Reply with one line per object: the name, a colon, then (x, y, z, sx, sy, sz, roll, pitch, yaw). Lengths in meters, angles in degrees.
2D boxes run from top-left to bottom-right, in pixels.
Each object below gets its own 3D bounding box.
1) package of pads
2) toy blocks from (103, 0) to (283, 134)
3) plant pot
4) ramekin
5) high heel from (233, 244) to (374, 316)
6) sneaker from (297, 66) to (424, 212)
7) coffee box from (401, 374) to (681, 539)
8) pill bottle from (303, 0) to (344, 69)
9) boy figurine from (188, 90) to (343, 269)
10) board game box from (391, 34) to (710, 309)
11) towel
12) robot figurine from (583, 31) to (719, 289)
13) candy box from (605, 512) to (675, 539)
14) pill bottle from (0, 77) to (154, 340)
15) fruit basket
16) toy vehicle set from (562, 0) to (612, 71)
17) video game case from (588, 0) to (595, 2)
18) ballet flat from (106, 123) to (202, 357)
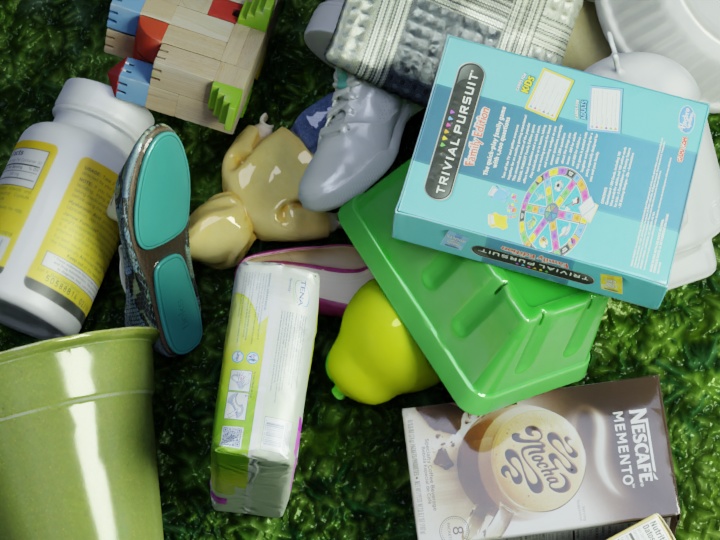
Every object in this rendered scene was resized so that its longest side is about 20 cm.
package of pads: (-0.073, 0.091, 1.574, 0.068, 0.200, 0.155, 8, 71, -3)
toy blocks: (-0.147, -0.197, 1.705, 0.136, 0.100, 0.200, 17, 46, -1)
plant pot: (-0.227, 0.160, 1.589, 0.199, 0.200, 0.191, -16, 82, 1)
ramekin: (0.294, -0.234, 1.663, 0.201, 0.094, 0.203, 3, 81, -20)
high heel: (0.000, 0.000, 1.653, 0.199, 0.096, 0.068, -3, 70, 5)
sneaker: (0.000, -0.136, 1.634, 0.075, 0.089, 0.200, 2, 48, 49)
coffee box: (0.139, 0.155, 1.591, 0.199, 0.080, 0.114, -8, 70, 3)
pill bottle: (0.031, -0.262, 1.734, 0.111, 0.111, 0.201, 23, 74, 13)
boy figurine: (-0.061, -0.068, 1.702, 0.200, 0.064, 0.124, -42, 72, -8)
board game box: (0.138, -0.072, 1.496, 0.199, 0.047, 0.152, 15, 67, 4)
towel: (0.084, -0.220, 1.626, 0.192, 0.035, 0.201, 21, 84, -15)
robot figurine: (0.221, -0.085, 1.622, 0.112, 0.170, 0.201, -19, 110, -4)
candy box: (0.145, 0.259, 1.536, 0.199, 0.117, 0.057, -26, 70, -4)
pill bottle: (-0.244, -0.051, 1.690, 0.111, 0.111, 0.201, 19, 74, 12)
fruit basket: (0.066, 0.025, 1.588, 0.155, 0.216, 0.216, -16, 65, -38)
toy vehicle set: (0.157, -0.257, 1.706, 0.124, 0.026, 0.201, -30, 94, -21)
video game case: (0.124, -0.327, 1.675, 0.199, 0.024, 0.183, 12, 79, -18)
ballet flat: (-0.172, -0.026, 1.648, 0.074, 0.074, 0.201, 1, 114, 7)
